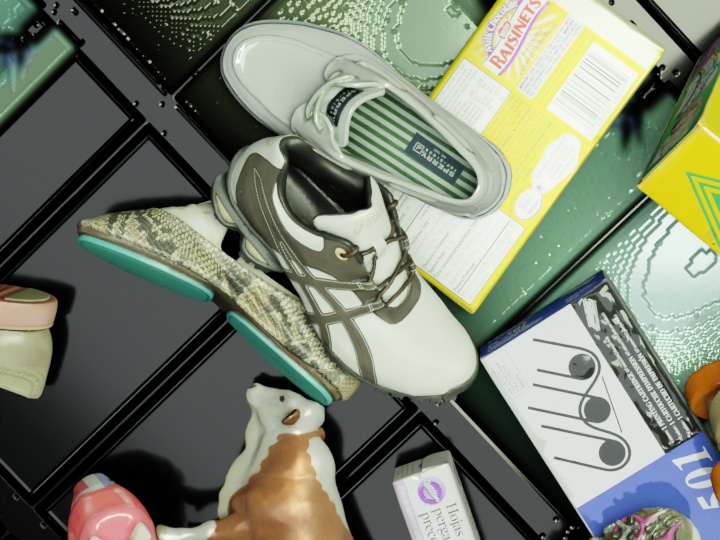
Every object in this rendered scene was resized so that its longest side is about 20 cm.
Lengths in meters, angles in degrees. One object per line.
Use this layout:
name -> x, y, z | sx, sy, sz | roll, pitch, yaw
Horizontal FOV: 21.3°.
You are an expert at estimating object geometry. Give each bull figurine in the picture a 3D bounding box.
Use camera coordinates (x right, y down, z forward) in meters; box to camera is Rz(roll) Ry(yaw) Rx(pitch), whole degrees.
bull figurine -> -0.049, 0.174, 1.196 | 0.121, 0.065, 0.201 | -24, 94, 9

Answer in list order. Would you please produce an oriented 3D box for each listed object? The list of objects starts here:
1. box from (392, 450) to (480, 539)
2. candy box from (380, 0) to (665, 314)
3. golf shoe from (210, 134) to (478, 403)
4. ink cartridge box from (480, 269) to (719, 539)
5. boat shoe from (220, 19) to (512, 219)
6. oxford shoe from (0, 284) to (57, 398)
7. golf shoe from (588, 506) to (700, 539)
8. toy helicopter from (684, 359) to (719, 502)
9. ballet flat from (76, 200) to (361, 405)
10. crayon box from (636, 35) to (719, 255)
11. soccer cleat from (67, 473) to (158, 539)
box -> 0.070, 0.215, 1.206 | 0.038, 0.041, 0.201 | -19, 95, 4
candy box -> 0.087, -0.083, 1.174 | 0.102, 0.026, 0.200 | 37, 98, 4
golf shoe -> 0.000, 0.000, 1.133 | 0.200, 0.094, 0.078 | 41, 60, -7
ink cartridge box -> 0.165, 0.109, 1.185 | 0.094, 0.044, 0.201 | -32, 95, 8
boat shoe -> 0.000, -0.097, 1.141 | 0.199, 0.067, 0.074 | 26, 95, 13
oxford shoe -> -0.290, 0.044, 1.192 | 0.199, 0.071, 0.074 | 5, 100, 3
golf shoe -> 0.154, 0.234, 1.163 | 0.092, 0.073, 0.201 | 21, 103, -34
toy helicopter -> 0.300, 0.081, 1.132 | 0.199, 0.079, 0.132 | 9, 141, -26
ballet flat -> -0.076, 0.004, 1.183 | 0.199, 0.068, 0.076 | 33, 76, -7
crayon box -> 0.255, -0.049, 1.082 | 0.172, 0.200, 0.058 | 39, 122, -1
soccer cleat -> -0.150, 0.225, 1.215 | 0.066, 0.076, 0.201 | -12, 115, -16
